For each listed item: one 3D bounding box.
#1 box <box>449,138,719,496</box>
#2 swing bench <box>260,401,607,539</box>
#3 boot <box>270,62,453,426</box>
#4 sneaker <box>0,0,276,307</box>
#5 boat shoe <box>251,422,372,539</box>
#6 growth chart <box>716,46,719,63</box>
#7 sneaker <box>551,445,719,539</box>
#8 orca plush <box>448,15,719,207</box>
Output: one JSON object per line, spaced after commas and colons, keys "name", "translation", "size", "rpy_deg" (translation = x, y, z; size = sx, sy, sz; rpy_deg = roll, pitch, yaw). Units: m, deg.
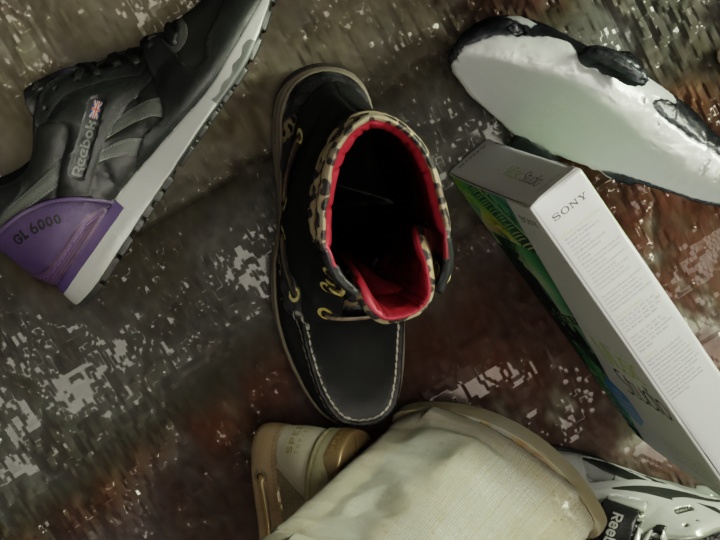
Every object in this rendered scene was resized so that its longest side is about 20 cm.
{"name": "box", "translation": [0.132, 0.024, 0.862], "size": [0.036, 0.144, 0.200], "rpy_deg": [-37, 105, -4]}
{"name": "swing bench", "translation": [0.042, 0.194, 0.820], "size": [0.130, 0.199, 0.200], "rpy_deg": [6, 110, 26]}
{"name": "boot", "translation": [0.000, 0.000, 0.824], "size": [0.073, 0.151, 0.200], "rpy_deg": [-5, 103, -11]}
{"name": "sneaker", "translation": [-0.122, -0.085, 0.824], "size": [0.088, 0.076, 0.200], "rpy_deg": [34, 92, -10]}
{"name": "boat shoe", "translation": [-0.027, 0.177, 0.903], "size": [0.064, 0.071, 0.200], "rpy_deg": [6, 107, 22]}
{"name": "growth chart", "translation": [0.263, -0.222, 0.909], "size": [0.145, 0.018, 0.200], "rpy_deg": [-8, 102, -11]}
{"name": "sneaker", "translation": [0.150, 0.151, 0.921], "size": [0.200, 0.089, 0.074], "rpy_deg": [7, 101, -12]}
{"name": "orca plush", "translation": [0.150, -0.098, 0.879], "size": [0.200, 0.105, 0.071], "rpy_deg": [16, 56, 8]}
